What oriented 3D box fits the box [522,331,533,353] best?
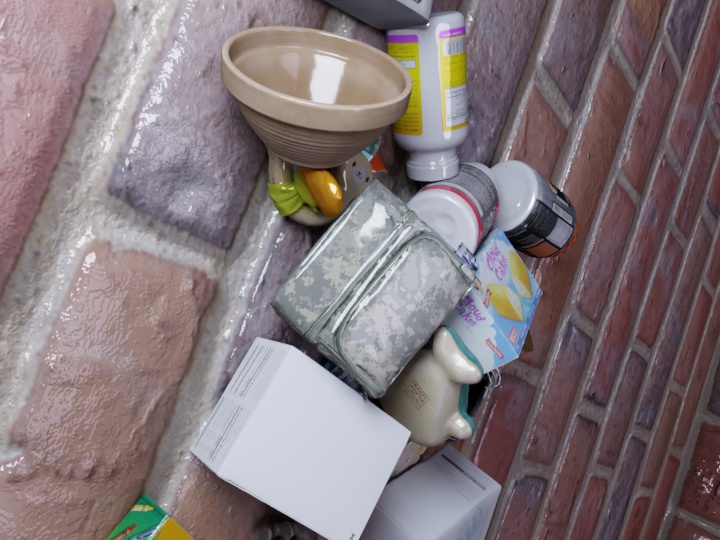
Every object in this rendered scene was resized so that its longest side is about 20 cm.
[{"bbox_3d":[0.246,0.043,1.141,0.200,0.021,0.168,32,46,-68],"label":"box"}]

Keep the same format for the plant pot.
[{"bbox_3d":[-0.050,-0.172,0.729,0.198,0.200,0.094,-23,140,-41],"label":"plant pot"}]

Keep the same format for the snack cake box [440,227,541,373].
[{"bbox_3d":[0.171,0.035,0.937,0.116,0.067,0.200,55,32,-7],"label":"snack cake box"}]

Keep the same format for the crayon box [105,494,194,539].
[{"bbox_3d":[-0.219,0.363,0.793,0.119,0.057,0.202,-50,134,-25],"label":"crayon box"}]

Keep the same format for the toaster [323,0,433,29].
[{"bbox_3d":[0.010,-0.388,0.769,0.197,0.117,0.186,7,96,-49],"label":"toaster"}]

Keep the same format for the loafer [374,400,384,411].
[{"bbox_3d":[0.076,0.227,1.091,0.196,0.072,0.064,-7,128,-40],"label":"loafer"}]

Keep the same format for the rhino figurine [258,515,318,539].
[{"bbox_3d":[-0.108,0.417,0.935,0.087,0.059,0.205,9,98,-60],"label":"rhino figurine"}]

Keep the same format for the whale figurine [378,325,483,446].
[{"bbox_3d":[0.099,0.134,0.885,0.103,0.160,0.201,-29,161,-34],"label":"whale figurine"}]

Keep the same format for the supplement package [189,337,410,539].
[{"bbox_3d":[-0.068,0.202,0.827,0.199,0.110,0.158,39,72,-25],"label":"supplement package"}]

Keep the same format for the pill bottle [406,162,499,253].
[{"bbox_3d":[0.135,-0.086,0.987,0.200,0.108,0.114,-45,136,-56],"label":"pill bottle"}]

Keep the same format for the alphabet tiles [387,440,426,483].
[{"bbox_3d":[0.034,0.285,1.022,0.198,0.015,0.198,-2,129,-52],"label":"alphabet tiles"}]

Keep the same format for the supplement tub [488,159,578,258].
[{"bbox_3d":[0.282,-0.094,1.168,0.198,0.121,0.126,21,87,-50],"label":"supplement tub"}]

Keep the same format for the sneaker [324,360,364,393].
[{"bbox_3d":[-0.024,0.164,0.956,0.081,0.073,0.205,21,81,-31],"label":"sneaker"}]

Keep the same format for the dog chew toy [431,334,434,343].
[{"bbox_3d":[0.163,0.052,1.088,0.123,0.123,0.205,-26,112,-40],"label":"dog chew toy"}]

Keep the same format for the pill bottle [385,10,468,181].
[{"bbox_3d":[0.089,-0.227,0.918,0.103,0.103,0.205,-25,119,-40],"label":"pill bottle"}]

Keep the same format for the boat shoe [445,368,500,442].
[{"bbox_3d":[0.157,0.147,0.998,0.074,0.062,0.203,34,77,-10],"label":"boat shoe"}]

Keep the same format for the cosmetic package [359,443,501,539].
[{"bbox_3d":[0.100,0.420,1.096,0.197,0.122,0.204,-18,128,-42],"label":"cosmetic package"}]

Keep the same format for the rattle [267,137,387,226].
[{"bbox_3d":[-0.003,-0.125,0.827,0.196,0.141,0.134,-8,84,-38],"label":"rattle"}]

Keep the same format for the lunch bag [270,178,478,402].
[{"bbox_3d":[0.018,0.023,0.799,0.201,0.167,0.139,-48,179,-8],"label":"lunch bag"}]
